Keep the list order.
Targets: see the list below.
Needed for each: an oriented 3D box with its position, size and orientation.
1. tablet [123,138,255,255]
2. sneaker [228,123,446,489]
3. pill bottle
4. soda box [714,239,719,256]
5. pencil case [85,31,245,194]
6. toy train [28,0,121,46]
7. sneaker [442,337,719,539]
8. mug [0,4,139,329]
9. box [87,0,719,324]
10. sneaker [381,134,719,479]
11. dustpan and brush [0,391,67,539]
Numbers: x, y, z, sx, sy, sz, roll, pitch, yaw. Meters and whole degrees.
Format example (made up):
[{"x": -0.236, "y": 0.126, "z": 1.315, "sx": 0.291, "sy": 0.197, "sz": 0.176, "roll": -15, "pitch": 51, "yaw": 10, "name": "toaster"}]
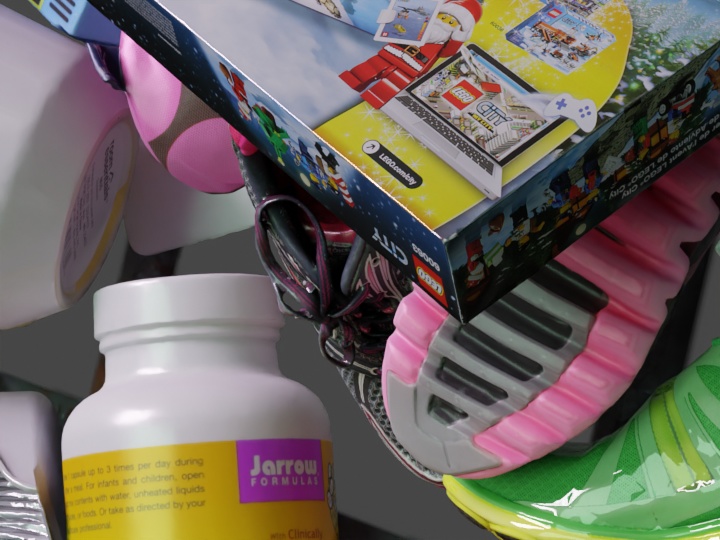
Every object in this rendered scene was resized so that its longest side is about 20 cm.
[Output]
[{"x": -0.027, "y": -0.088, "z": 0.872, "sx": 0.199, "sy": 0.014, "sz": 0.131, "roll": -15, "pitch": 77, "yaw": 37, "name": "tablet"}, {"x": 0.000, "y": 0.000, "z": 0.753, "sx": 0.080, "sy": 0.075, "sz": 0.201, "roll": -7, "pitch": 125, "yaw": 25, "name": "sneaker"}, {"x": -0.059, "y": 0.105, "z": 0.823, "sx": 0.104, "sy": 0.104, "sz": 0.201, "roll": -11, "pitch": 80, "yaw": 37, "name": "pill bottle"}, {"x": 0.193, "y": -0.064, "z": 0.637, "sx": 0.068, "sy": 0.063, "sz": 0.200, "roll": 36, "pitch": 93, "yaw": 34, "name": "soda box"}, {"x": 0.007, "y": -0.092, "z": 0.782, "sx": 0.199, "sy": 0.091, "sz": 0.094, "roll": -14, "pitch": 87, "yaw": 27, "name": "pencil case"}, {"x": -0.118, "y": -0.175, "z": 0.898, "sx": 0.200, "sy": 0.086, "sz": 0.115, "roll": 43, "pitch": 113, "yaw": 37, "name": "toy train"}, {"x": 0.120, "y": 0.064, "z": 0.716, "sx": 0.199, "sy": 0.074, "sz": 0.084, "roll": -5, "pitch": 66, "yaw": 35, "name": "sneaker"}, {"x": -0.169, "y": -0.049, "z": 0.874, "sx": 0.152, "sy": 0.187, "sz": 0.150, "roll": 18, "pitch": 96, "yaw": 8, "name": "mug"}, {"x": 0.017, "y": -0.086, "z": 0.664, "sx": 0.136, "sy": 0.038, "sz": 0.200, "roll": -35, "pitch": 52, "yaw": -17, "name": "box"}, {"x": 0.086, "y": -0.013, "z": 0.725, "sx": 0.079, "sy": 0.095, "sz": 0.200, "roll": 41, "pitch": 101, "yaw": 13, "name": "sneaker"}, {"x": -0.152, "y": 0.084, "z": 0.914, "sx": 0.200, "sy": 0.057, "sz": 0.140, "roll": -104, "pitch": 6, "yaw": -53, "name": "dustpan and brush"}]
